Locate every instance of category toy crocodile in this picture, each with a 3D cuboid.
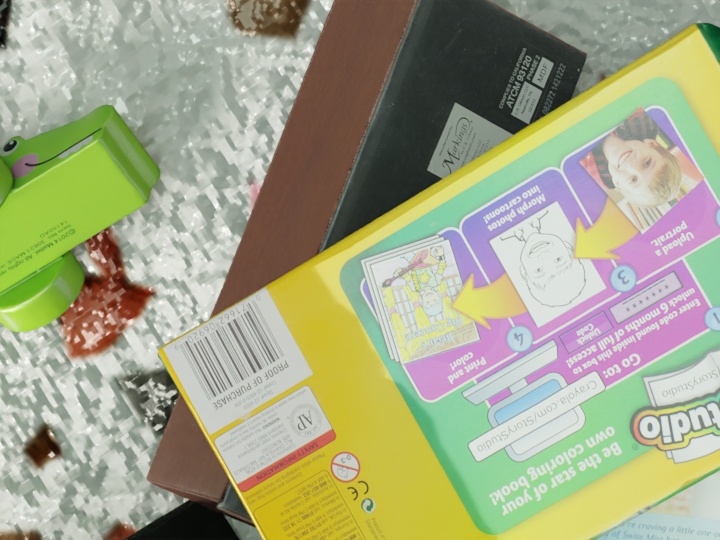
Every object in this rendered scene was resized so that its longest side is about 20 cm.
[{"bbox_3d":[-0.166,0.002,0.973,0.200,0.062,0.068,-35,126,8],"label":"toy crocodile"}]

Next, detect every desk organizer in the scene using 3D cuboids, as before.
[{"bbox_3d":[0.000,0.000,0.930,0.072,0.077,0.200,25,81,-25],"label":"desk organizer"}]

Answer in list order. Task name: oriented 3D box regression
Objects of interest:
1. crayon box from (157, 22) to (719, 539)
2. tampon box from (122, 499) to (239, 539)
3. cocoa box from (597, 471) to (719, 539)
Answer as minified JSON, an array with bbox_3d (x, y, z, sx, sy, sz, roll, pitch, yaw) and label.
[{"bbox_3d":[0.053,0.026,0.800,0.200,0.058,0.119,-31,84,13],"label":"crayon box"},{"bbox_3d":[-0.100,0.179,0.897,0.150,0.200,0.126,-34,87,10],"label":"tampon box"},{"bbox_3d":[0.146,0.055,0.881,0.200,0.131,0.134,6,94,10],"label":"cocoa box"}]
